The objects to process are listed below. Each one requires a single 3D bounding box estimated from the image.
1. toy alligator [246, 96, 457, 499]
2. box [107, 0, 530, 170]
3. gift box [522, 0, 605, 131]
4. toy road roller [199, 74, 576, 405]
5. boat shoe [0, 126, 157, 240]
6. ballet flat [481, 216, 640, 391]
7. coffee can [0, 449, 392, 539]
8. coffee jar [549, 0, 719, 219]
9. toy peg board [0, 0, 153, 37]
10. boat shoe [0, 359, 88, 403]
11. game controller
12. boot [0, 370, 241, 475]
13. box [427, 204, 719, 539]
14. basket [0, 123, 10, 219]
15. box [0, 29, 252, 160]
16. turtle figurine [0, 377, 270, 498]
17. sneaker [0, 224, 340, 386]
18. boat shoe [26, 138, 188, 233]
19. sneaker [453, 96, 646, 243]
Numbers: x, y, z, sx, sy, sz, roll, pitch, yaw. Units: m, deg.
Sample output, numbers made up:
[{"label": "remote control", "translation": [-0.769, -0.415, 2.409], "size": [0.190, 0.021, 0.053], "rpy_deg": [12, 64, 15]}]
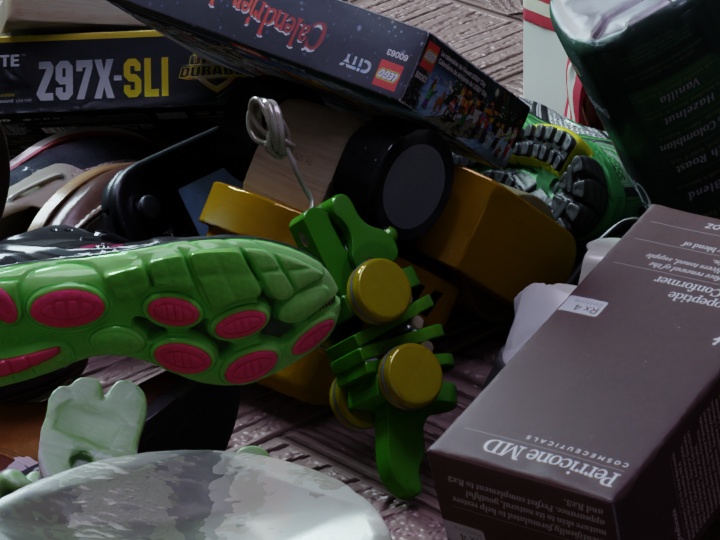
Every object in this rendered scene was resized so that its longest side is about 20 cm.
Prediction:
[{"label": "toy alligator", "translation": [0.004, 0.006, 1.306], "size": [0.054, 0.201, 0.059], "rpy_deg": [-17, -7, -33]}, {"label": "box", "translation": [-0.028, -0.114, 1.410], "size": [0.199, 0.038, 0.136], "rpy_deg": [22, -3, 27]}, {"label": "gift box", "translation": [0.205, -0.170, 1.651], "size": [0.186, 0.186, 0.200], "rpy_deg": [-16, 22, -31]}, {"label": "toy road roller", "translation": [0.000, 0.000, 1.420], "size": [0.122, 0.147, 0.200], "rpy_deg": [22, -3, 41]}, {"label": "boat shoe", "translation": [-0.182, -0.026, 1.516], "size": [0.199, 0.072, 0.062], "rpy_deg": [-16, 40, -37]}, {"label": "ballet flat", "translation": [0.105, 0.029, 1.370], "size": [0.068, 0.069, 0.200], "rpy_deg": [8, 27, 20]}, {"label": "coffee can", "translation": [-0.056, 0.181, 0.906], "size": [0.145, 0.201, 0.147], "rpy_deg": [-2, 24, 1]}, {"label": "coffee jar", "translation": [0.175, -0.066, 1.422], "size": [0.085, 0.201, 0.104], "rpy_deg": [-29, 25, 4]}, {"label": "toy peg board", "translation": [-0.118, -0.165, 1.637], "size": [0.198, 0.099, 0.199], "rpy_deg": [2, -9, -12]}, {"label": "boat shoe", "translation": [-0.230, 0.048, 1.379], "size": [0.200, 0.061, 0.072], "rpy_deg": [-9, 55, -11]}, {"label": "game controller", "translation": [-0.053, -0.029, 1.478], "size": [0.200, 0.105, 0.042], "rpy_deg": [-28, -5, -46]}, {"label": "boot", "translation": [-0.179, 0.065, 1.308], "size": [0.199, 0.069, 0.188], "rpy_deg": [26, 50, 31]}, {"label": "box", "translation": [0.127, 0.058, 1.252], "size": [0.100, 0.075, 0.200], "rpy_deg": [13, 44, 34]}, {"label": "basket", "translation": [-0.276, -0.064, 1.381], "size": [0.199, 0.181, 0.136], "rpy_deg": [22, 68, 42]}, {"label": "box", "translation": [-0.140, -0.098, 1.597], "size": [0.198, 0.050, 0.160], "rpy_deg": [-2, -7, 6]}, {"label": "turtle figurine", "translation": [-0.074, 0.107, 1.058], "size": [0.199, 0.194, 0.144], "rpy_deg": [-25, 65, -29]}, {"label": "sneaker", "translation": [-0.108, 0.006, 1.272], "size": [0.198, 0.077, 0.084], "rpy_deg": [0, 30, -3]}, {"label": "boat shoe", "translation": [-0.102, -0.029, 1.512], "size": [0.070, 0.071, 0.200], "rpy_deg": [9, 27, 32]}, {"label": "sneaker", "translation": [0.104, -0.053, 1.562], "size": [0.085, 0.079, 0.200], "rpy_deg": [12, 13, -29]}]
